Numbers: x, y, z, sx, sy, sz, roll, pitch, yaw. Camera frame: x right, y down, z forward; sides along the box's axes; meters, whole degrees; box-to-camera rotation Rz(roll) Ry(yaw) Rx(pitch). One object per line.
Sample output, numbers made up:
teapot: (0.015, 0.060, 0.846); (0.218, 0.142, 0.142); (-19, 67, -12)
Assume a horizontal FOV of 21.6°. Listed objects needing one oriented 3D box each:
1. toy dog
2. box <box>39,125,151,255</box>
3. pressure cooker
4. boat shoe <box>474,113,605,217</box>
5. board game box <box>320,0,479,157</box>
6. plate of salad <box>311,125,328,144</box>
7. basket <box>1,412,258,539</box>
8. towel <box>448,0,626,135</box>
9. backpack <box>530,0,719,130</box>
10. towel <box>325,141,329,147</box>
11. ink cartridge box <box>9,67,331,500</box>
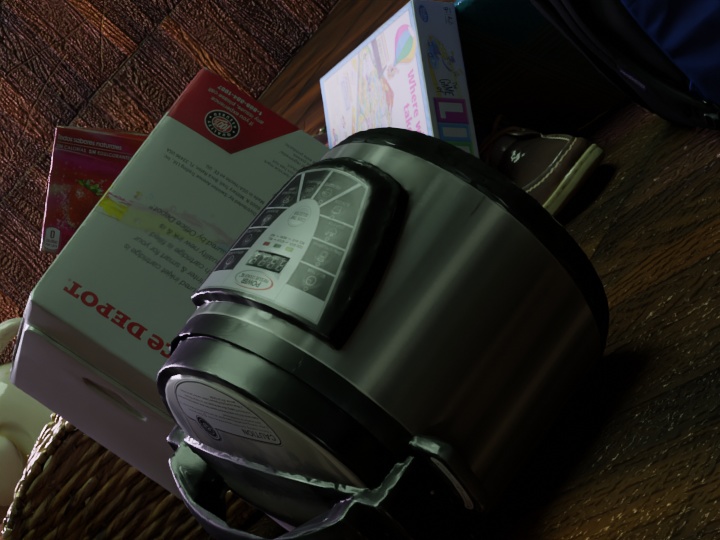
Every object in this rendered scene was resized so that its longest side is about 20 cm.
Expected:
toy dog: (-0.204, 0.130, 1.485); (0.199, 0.195, 0.139); (-8, -8, 16)
box: (-0.120, -0.044, 1.367); (0.100, 0.199, 0.096); (-8, -72, -73)
pressure cooker: (0.004, 0.055, 0.896); (0.200, 0.178, 0.176); (-51, -9, -21)
boat shoe: (0.092, -0.064, 1.253); (0.072, 0.072, 0.200); (-50, 11, -14)
board game box: (0.030, -0.059, 1.247); (0.134, 0.034, 0.201); (-32, 61, 56)
plate of salad: (-0.038, -0.049, 1.495); (0.200, 0.200, 0.048); (-43, 53, 24)
basket: (-0.149, 0.128, 1.334); (0.200, 0.143, 0.149); (-44, 11, 21)
towel: (0.110, -0.140, 1.282); (0.200, 0.146, 0.022); (-35, 38, 55)
backpack: (0.168, -0.200, 1.085); (0.168, 0.200, 0.162); (-48, 9, -4)
towel: (-0.020, -0.039, 1.456); (0.200, 0.144, 0.023); (-39, 51, 16)
ink cartridge box: (-0.103, 0.012, 1.178); (0.200, 0.145, 0.145); (-56, -1, -29)
